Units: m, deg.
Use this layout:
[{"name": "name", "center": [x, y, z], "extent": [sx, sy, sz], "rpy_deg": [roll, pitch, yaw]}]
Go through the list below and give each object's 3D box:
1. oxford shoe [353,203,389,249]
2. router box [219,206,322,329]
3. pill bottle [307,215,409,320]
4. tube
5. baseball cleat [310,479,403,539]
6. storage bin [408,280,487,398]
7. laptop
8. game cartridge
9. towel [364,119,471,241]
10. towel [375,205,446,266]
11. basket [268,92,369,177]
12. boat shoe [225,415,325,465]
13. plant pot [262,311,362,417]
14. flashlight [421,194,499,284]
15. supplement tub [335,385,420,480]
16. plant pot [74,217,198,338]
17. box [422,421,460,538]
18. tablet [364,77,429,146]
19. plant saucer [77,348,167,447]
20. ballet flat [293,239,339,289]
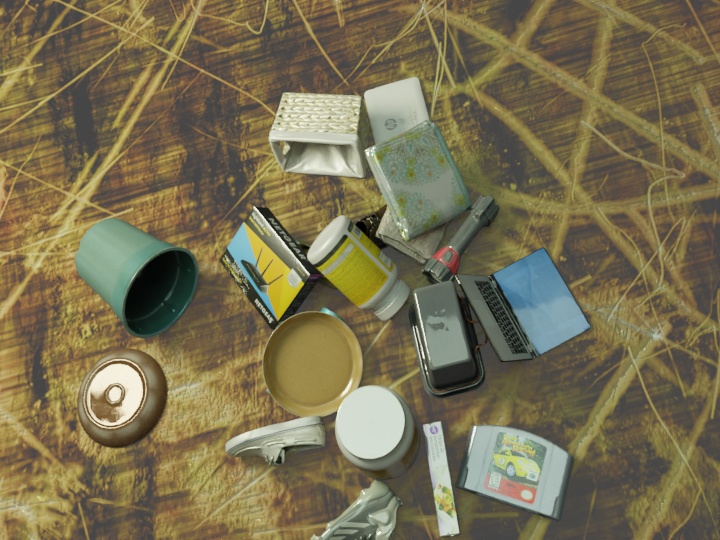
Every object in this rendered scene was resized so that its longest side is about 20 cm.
[{"name": "oxford shoe", "center": [0.034, -0.087, 1.698], "extent": [0.200, 0.085, 0.073], "rpy_deg": [-44, 67, -9]}, {"name": "router box", "center": [-0.185, -0.006, 1.687], "extent": [0.201, 0.051, 0.150], "rpy_deg": [48, 115, 23]}, {"name": "pill bottle", "center": [0.000, 0.000, 1.619], "extent": [0.200, 0.112, 0.113], "rpy_deg": [43, 79, -14]}, {"name": "tube", "center": [-0.103, 0.173, 1.648], "extent": [0.076, 0.050, 0.203], "rpy_deg": [29, 81, 14]}, {"name": "baseball cleat", "center": [-0.006, 0.477, 1.505], "extent": [0.200, 0.070, 0.106], "rpy_deg": [-45, 69, -7]}, {"name": "storage bin", "center": [0.167, 0.120, 1.571], "extent": [0.142, 0.135, 0.205], "rpy_deg": [-13, 69, 5]}, {"name": "laptop", "center": [0.309, 0.060, 1.582], "extent": [0.116, 0.198, 0.190], "rpy_deg": [-41, 64, 30]}, {"name": "game cartridge", "center": [0.283, 0.360, 1.516], "extent": [0.195, 0.041, 0.136], "rpy_deg": [14, 69, 14]}, {"name": "towel", "center": [0.116, -0.182, 1.657], "extent": [0.169, 0.048, 0.204], "rpy_deg": [-26, 90, -22]}, {"name": "towel", "center": [0.118, -0.124, 1.688], "extent": [0.130, 0.034, 0.204], "rpy_deg": [27, 72, -17]}, {"name": "basket", "center": [-0.080, -0.290, 1.767], "extent": [0.195, 0.136, 0.126], "rpy_deg": [6, 67, 12]}, {"name": "boat shoe", "center": [-0.161, 0.336, 1.587], "extent": [0.195, 0.071, 0.071], "rpy_deg": [-14, 69, -1]}, {"name": "plant pot", "center": [-0.093, 0.182, 1.616], "extent": [0.194, 0.027, 0.206], "rpy_deg": [0, 90, -7]}, {"name": "flashlight", "center": [0.205, -0.056, 1.670], "extent": [0.201, 0.068, 0.067], "rpy_deg": [-52, 32, -15]}, {"name": "supplement tub", "center": [0.032, 0.291, 1.495], "extent": [0.141, 0.201, 0.148], "rpy_deg": [-3, 69, 8]}, {"name": "plant pot", "center": [-0.469, 0.000, 1.705], "extent": [0.194, 0.201, 0.202], "rpy_deg": [31, 77, 27]}, {"name": "box", "center": [0.148, 0.384, 1.527], "extent": [0.038, 0.042, 0.205], "rpy_deg": [-10, 68, 5]}, {"name": "tablet", "center": [0.087, -0.321, 1.812], "extent": [0.127, 0.014, 0.205], "rpy_deg": [-14, 68, 5]}, {"name": "plant saucer", "center": [-0.492, 0.254, 1.690], "extent": [0.195, 0.037, 0.206], "rpy_deg": [-3, 70, 9]}, {"name": "ballet flat", "center": [-0.111, -0.024, 1.709], "extent": [0.197, 0.071, 0.072], "rpy_deg": [25, 76, 18]}]
